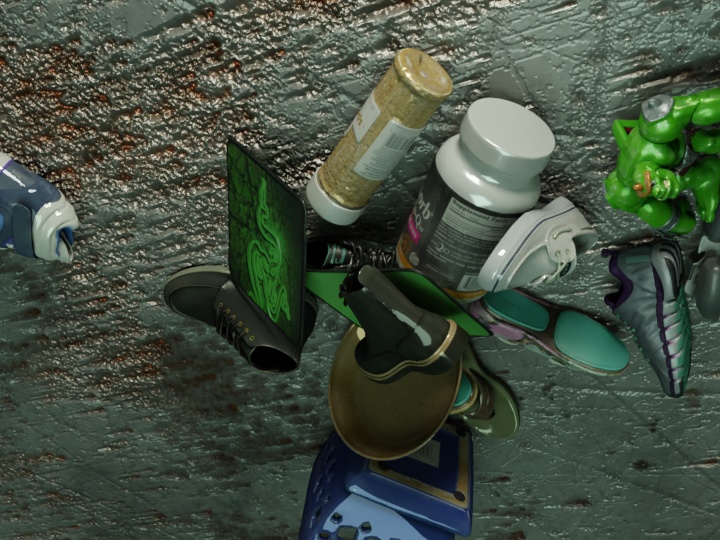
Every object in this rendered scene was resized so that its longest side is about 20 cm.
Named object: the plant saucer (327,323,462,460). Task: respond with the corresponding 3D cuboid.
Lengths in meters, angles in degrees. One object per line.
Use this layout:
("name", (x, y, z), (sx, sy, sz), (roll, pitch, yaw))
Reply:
("plant saucer", (0.047, 0.129, 1.152), (0.199, 0.202, 0.035), (-27, 146, 30))

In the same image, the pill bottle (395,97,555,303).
("pill bottle", (0.119, -0.070, 1.005), (0.115, 0.117, 0.201), (19, 130, -4))

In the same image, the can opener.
("can opener", (0.389, -0.037, 0.998), (0.053, 0.067, 0.202), (1, 131, -4))

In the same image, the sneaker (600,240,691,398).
("sneaker", (0.328, 0.055, 1.101), (0.087, 0.075, 0.202), (1, 120, 29))

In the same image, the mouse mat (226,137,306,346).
("mouse mat", (-0.107, -0.030, 1.076), (0.161, 0.007, 0.202), (41, 141, 38))

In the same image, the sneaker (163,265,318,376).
("sneaker", (-0.157, 0.060, 1.181), (0.198, 0.107, 0.075), (8, 131, 6))

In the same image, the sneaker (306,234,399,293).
("sneaker", (0.000, 0.000, 1.100), (0.197, 0.076, 0.079), (3, 165, 10))

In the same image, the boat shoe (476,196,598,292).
("boat shoe", (0.189, -0.022, 0.971), (0.067, 0.200, 0.074), (37, 130, 16))

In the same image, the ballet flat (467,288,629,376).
("ballet flat", (0.218, 0.076, 1.143), (0.198, 0.070, 0.071), (23, 149, -1))

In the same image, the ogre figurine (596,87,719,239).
("ogre figurine", (0.310, -0.108, 0.947), (0.118, 0.099, 0.200), (4, 161, -8))

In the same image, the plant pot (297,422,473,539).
("plant pot", (0.044, 0.293, 1.275), (0.198, 0.201, 0.181), (23, 124, -6))

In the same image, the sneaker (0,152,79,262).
("sneaker", (-0.430, -0.037, 1.179), (0.146, 0.081, 0.200), (39, 121, -14))

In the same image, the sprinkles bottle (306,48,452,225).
("sprinkles bottle", (0.016, -0.135, 1.005), (0.068, 0.069, 0.200), (29, 129, -12))

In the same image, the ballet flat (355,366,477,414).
("ballet flat", (0.075, 0.142, 1.195), (0.199, 0.069, 0.063), (12, 156, 44))

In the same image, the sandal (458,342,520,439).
("sandal", (0.131, 0.151, 1.222), (0.079, 0.058, 0.201), (-24, 120, 29))

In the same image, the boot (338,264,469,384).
("boot", (0.014, 0.050, 1.038), (0.138, 0.078, 0.200), (39, 153, -16))

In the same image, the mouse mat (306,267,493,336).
("mouse mat", (0.032, 0.036, 1.070), (0.199, 0.008, 0.161), (1, 153, 41))
